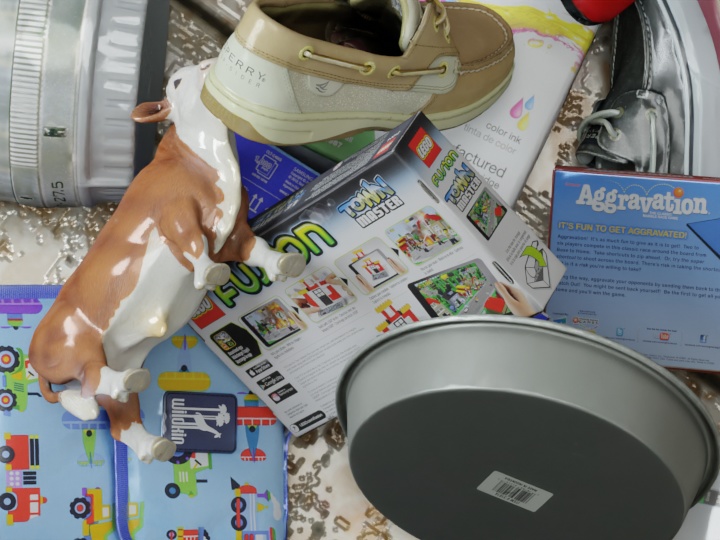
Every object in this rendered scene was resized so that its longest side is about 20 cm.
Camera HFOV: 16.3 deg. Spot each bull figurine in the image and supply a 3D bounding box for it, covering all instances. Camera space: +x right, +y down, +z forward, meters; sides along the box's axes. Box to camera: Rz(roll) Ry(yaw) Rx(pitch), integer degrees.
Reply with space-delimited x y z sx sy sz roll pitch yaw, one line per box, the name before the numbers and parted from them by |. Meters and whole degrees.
bull figurine | -0.095 -0.005 1.245 0.065 0.121 0.200 19 111 -37

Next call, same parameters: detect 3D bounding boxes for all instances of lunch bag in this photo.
lunch bag | -0.124 0.087 1.347 0.199 0.094 0.151 -1 81 -13

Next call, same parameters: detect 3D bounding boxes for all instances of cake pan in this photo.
cake pan | 0.081 0.095 1.268 0.199 0.201 0.037 13 55 1

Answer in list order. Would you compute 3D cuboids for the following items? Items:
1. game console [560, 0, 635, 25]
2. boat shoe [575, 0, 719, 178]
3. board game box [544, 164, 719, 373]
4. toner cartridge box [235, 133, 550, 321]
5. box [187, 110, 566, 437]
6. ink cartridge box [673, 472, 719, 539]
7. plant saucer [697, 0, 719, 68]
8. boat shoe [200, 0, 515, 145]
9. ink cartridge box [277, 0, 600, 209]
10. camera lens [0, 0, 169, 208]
game console | 0.111 -0.238 1.341 0.200 0.119 0.173 -40 105 -31
boat shoe | 0.152 -0.067 1.355 0.071 0.072 0.201 -5 87 -17
board game box | 0.197 0.003 1.318 0.199 0.019 0.103 5 101 9
toner cartridge box | 0.000 0.000 1.341 0.200 0.095 0.043 32 75 3
box | -0.002 0.007 1.264 0.110 0.200 0.035 47 47 -13
ink cartridge box | 0.153 0.168 1.349 0.199 0.050 0.162 14 83 -1
plant saucer | 0.266 -0.151 1.386 0.200 0.051 0.201 0 83 -1
boat shoe | 0.012 -0.110 1.233 0.074 0.200 0.067 40 126 27
ink cartridge box | 0.050 -0.131 1.364 0.144 0.084 0.201 26 82 2
camera lens | -0.208 -0.118 1.322 0.199 0.160 0.161 6 83 0
